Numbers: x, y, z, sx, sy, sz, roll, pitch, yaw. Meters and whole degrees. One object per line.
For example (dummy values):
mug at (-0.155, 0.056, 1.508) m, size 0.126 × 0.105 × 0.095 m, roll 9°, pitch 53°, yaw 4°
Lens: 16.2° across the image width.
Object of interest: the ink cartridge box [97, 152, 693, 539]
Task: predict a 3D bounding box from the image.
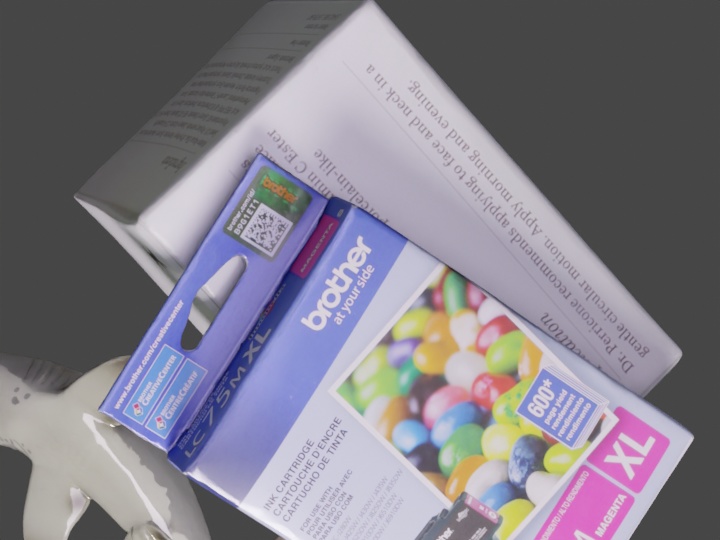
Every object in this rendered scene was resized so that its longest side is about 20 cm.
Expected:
ink cartridge box at (0.015, 0.058, 0.951) m, size 0.200 × 0.042 × 0.120 m, roll 34°, pitch 88°, yaw -15°

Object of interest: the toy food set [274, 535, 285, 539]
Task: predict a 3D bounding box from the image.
toy food set at (0.000, 0.222, 1.133) m, size 0.143 × 0.060 × 0.201 m, roll 21°, pitch 90°, yaw -36°

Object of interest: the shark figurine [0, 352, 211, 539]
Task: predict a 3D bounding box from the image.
shark figurine at (-0.092, 0.107, 1.121) m, size 0.128 × 0.089 × 0.215 m, roll -28°, pitch 94°, yaw 26°

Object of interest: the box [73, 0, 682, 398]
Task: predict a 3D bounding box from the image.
box at (0.000, 0.000, 1.064) m, size 0.131 × 0.200 × 0.199 m, roll -44°, pitch 104°, yaw -7°
